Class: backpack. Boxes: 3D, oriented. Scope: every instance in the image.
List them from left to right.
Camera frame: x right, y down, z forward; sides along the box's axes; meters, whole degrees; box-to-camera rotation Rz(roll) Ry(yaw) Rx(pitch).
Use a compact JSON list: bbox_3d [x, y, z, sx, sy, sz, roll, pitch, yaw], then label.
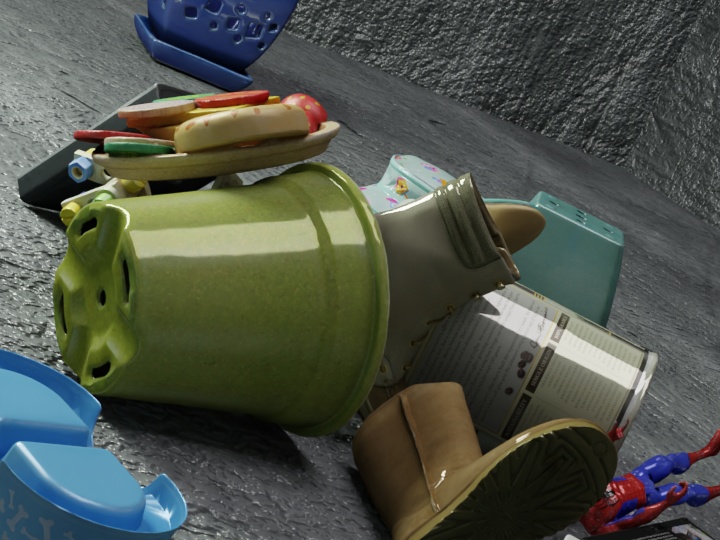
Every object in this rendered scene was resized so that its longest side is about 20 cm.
[{"bbox_3d":[0.057,-0.028,1.714,0.175,0.154,0.200,35,22,16],"label":"backpack"}]

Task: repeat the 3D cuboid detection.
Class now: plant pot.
[{"bbox_3d":[-0.110,0.020,1.162,0.183,0.202,0.200,1,25,-35],"label":"plant pot"},{"bbox_3d":[-0.231,-0.393,2.504,0.198,0.181,0.200,20,13,-24],"label":"plant pot"},{"bbox_3d":[0.163,0.039,1.530,0.140,0.202,0.141,26,12,3],"label":"plant pot"}]

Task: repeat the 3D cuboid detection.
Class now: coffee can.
[{"bbox_3d":[0.131,0.090,1.389,0.199,0.147,0.146,27,13,6],"label":"coffee can"}]

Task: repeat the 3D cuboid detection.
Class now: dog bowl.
[{"bbox_3d":[-0.180,0.111,0.924,0.111,0.050,0.200,13,18,-45],"label":"dog bowl"}]

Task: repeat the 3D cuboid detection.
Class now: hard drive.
[{"bbox_3d":[-0.191,-0.097,1.459,0.139,0.199,0.033,11,61,-46],"label":"hard drive"}]

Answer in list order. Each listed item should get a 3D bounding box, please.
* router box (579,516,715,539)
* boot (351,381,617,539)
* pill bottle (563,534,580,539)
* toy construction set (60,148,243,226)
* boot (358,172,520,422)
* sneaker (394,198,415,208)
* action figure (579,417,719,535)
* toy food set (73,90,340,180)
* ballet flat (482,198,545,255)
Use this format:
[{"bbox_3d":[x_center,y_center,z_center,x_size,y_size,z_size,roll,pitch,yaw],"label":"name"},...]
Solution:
[{"bbox_3d":[0.248,0.249,1.202,0.149,0.051,0.199,36,16,30],"label":"router box"},{"bbox_3d":[0.075,0.123,1.129,0.066,0.174,0.200,55,6,-20],"label":"boot"},{"bbox_3d":[0.192,0.244,0.983,0.199,0.112,0.111,29,13,11],"label":"pill bottle"},{"bbox_3d":[-0.151,-0.039,1.352,0.198,0.132,0.092,3,29,39],"label":"toy construction set"},{"bbox_3d":[0.053,0.036,1.269,0.072,0.153,0.202,-91,160,-69],"label":"boot"},{"bbox_3d":[0.000,0.000,1.407,0.099,0.078,0.201,38,52,-12],"label":"sneaker"},{"bbox_3d":[0.239,0.157,1.287,0.198,0.099,0.066,-12,61,-33],"label":"action figure"},{"bbox_3d":[-0.114,-0.105,1.252,0.196,0.049,0.200,-2,12,21],"label":"toy food set"},{"bbox_3d":[0.053,-0.014,1.323,0.198,0.064,0.069,-4,-30,23],"label":"ballet flat"}]
